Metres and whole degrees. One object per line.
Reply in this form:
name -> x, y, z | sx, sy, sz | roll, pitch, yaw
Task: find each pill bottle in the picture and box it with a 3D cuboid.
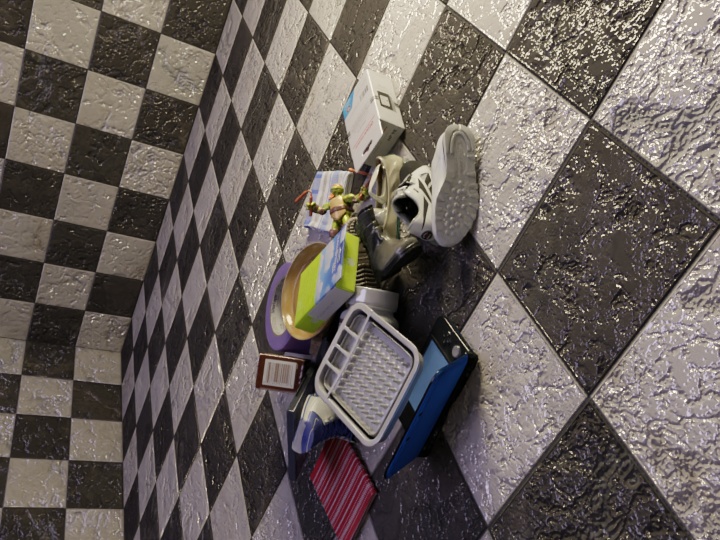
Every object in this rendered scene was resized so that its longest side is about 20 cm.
pill bottle -> 0.010, 0.136, 1.176 | 0.113, 0.111, 0.207 | 3, 83, 61

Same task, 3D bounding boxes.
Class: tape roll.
tape roll -> -0.147, 0.089, 1.511 | 0.199, 0.083, 0.206 | -33, 52, 54

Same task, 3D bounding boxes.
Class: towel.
towel -> -0.079, -0.163, 1.541 | 0.199, 0.023, 0.152 | 17, 94, 62
towel -> -0.035, 0.409, 1.254 | 0.200, 0.022, 0.148 | 50, 122, 53

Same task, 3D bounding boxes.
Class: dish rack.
dish rack -> 0.016, 0.167, 1.051 | 0.199, 0.043, 0.175 | 35, 99, 50

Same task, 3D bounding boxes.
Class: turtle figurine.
turtle figurine -> -0.053, -0.121, 1.420 | 0.195, 0.064, 0.167 | -13, 71, 24

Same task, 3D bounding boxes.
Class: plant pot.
plant pot -> -0.098, 0.044, 1.354 | 0.197, 0.027, 0.207 | -20, 64, 45

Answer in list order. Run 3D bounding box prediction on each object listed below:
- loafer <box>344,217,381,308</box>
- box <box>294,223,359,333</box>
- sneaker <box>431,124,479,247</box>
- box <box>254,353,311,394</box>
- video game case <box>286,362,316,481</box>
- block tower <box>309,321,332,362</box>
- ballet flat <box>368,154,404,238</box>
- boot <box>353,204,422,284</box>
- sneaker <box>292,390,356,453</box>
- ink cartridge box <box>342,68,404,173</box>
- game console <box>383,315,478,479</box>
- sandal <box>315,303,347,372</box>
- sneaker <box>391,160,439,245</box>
loafer -> 0.000, 0.000, 1.289 | 0.068, 0.073, 0.207 | 118, 151, -74
box -> -0.060, 0.018, 1.215 | 0.200, 0.047, 0.125 | -44, 34, 48
sneaker -> 0.148, -0.134, 1.078 | 0.080, 0.074, 0.207 | 151, 129, -68
box -> -0.163, 0.219, 1.393 | 0.200, 0.097, 0.078 | 90, -172, -84
video game case -> -0.111, 0.294, 1.288 | 0.200, 0.018, 0.148 | -64, -25, -71
block tower -> -0.061, 0.092, 1.384 | 0.057, 0.053, 0.207 | 3, 83, 62
ballet flat -> 0.042, -0.127, 1.262 | 0.069, 0.068, 0.207 | -11, 71, 59
boot -> 0.035, -0.058, 1.153 | 0.133, 0.066, 0.200 | 63, 162, 5
sneaker -> -0.050, 0.279, 1.212 | 0.199, 0.112, 0.083 | -40, -31, -76
ink cartridge box -> 0.027, -0.301, 1.349 | 0.116, 0.065, 0.205 | -49, 39, 41
game console -> 0.087, 0.190, 1.011 | 0.204, 0.115, 0.172 | -65, 32, 22
sandal -> -0.047, 0.144, 1.309 | 0.048, 0.073, 0.207 | -10, -62, -73
sneaker -> 0.091, -0.135, 1.154 | 0.075, 0.086, 0.203 | -58, 33, 33
